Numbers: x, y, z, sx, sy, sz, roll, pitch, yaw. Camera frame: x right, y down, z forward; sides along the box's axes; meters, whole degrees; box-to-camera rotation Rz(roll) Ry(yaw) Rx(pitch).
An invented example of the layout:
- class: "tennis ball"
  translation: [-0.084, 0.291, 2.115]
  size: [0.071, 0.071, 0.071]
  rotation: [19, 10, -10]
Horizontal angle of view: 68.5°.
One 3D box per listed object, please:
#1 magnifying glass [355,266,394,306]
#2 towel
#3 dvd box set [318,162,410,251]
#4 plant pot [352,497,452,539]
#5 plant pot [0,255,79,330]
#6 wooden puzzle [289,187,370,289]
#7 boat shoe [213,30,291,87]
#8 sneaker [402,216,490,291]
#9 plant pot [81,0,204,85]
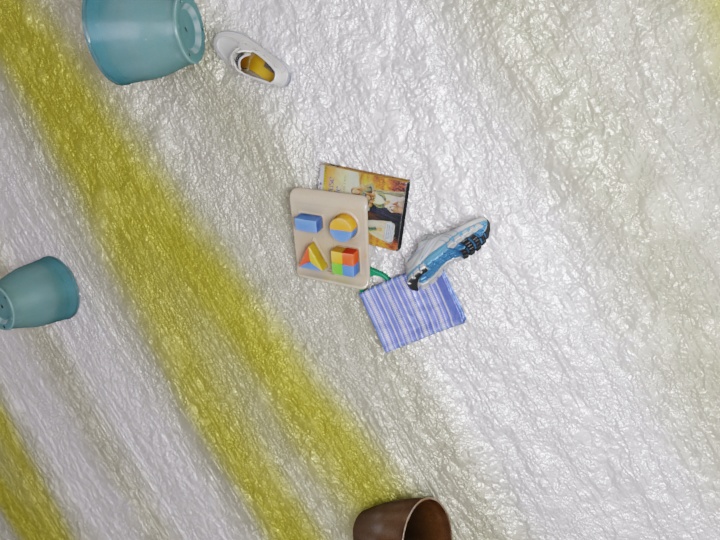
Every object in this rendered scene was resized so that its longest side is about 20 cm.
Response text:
- class: "magnifying glass"
  translation: [0.000, 0.000, 1.158]
  size: [0.200, 0.022, 0.080]
  rotation: [47, 119, 4]
- class: "towel"
  translation: [0.108, 0.078, 1.111]
  size: [0.197, 0.024, 0.147]
  rotation: [-24, 94, 21]
- class: "dvd box set"
  translation: [0.001, -0.135, 1.109]
  size: [0.196, 0.029, 0.150]
  rotation: [16, 112, 20]
- class: "plant pot"
  translation: [0.082, 0.622, 1.234]
  size: [0.198, 0.186, 0.190]
  rotation: [-14, 100, 43]
- class: "plant pot"
  translation: [-0.972, 0.081, 1.552]
  size: [0.196, 0.188, 0.205]
  rotation: [8, 109, 22]
- class: "wooden puzzle"
  translation: [-0.070, -0.064, 1.123]
  size: [0.182, 0.046, 0.204]
  rotation: [11, 116, 23]
- class: "boat shoe"
  translation: [-0.239, -0.443, 1.106]
  size: [0.198, 0.070, 0.072]
  rotation: [35, 118, 12]
- class: "sneaker"
  translation: [0.160, -0.052, 1.039]
  size: [0.198, 0.075, 0.088]
  rotation: [-35, 49, 15]
- class: "plant pot"
  translation: [-0.440, -0.505, 1.118]
  size: [0.183, 0.200, 0.205]
  rotation: [0, 106, 9]
